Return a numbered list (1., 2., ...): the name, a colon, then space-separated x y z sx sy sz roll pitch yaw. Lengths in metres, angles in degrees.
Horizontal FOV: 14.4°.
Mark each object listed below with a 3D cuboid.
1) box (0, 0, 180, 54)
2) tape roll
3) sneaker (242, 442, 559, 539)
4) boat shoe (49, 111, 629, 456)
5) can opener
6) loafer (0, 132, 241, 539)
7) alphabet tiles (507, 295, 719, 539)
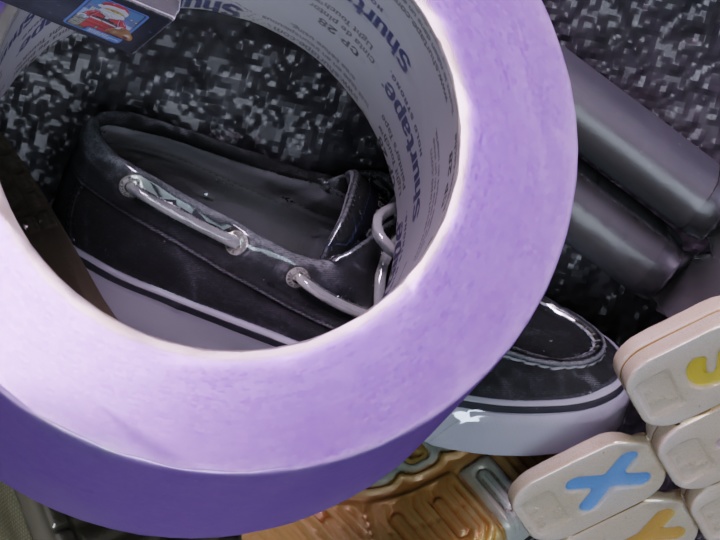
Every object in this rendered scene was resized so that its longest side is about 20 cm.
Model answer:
1. box: -0.125 -0.158 0.745 0.200 0.038 0.137 22 72 -18
2. tape roll: -0.044 -0.029 0.812 0.200 0.085 0.200 4 72 -12
3. sneaker: -0.007 0.108 0.957 0.200 0.076 0.088 -34 147 -7
4. boat shoe: 0.000 -0.002 0.906 0.199 0.074 0.068 20 121 -5
5. can opener: 0.097 -0.025 0.928 0.200 0.067 0.053 37 114 -7
6. loafer: -0.103 0.046 0.868 0.068 0.076 0.200 -36 77 44
7. alphabet tiles: 0.152 0.059 0.925 0.195 0.015 0.200 -26 141 5
